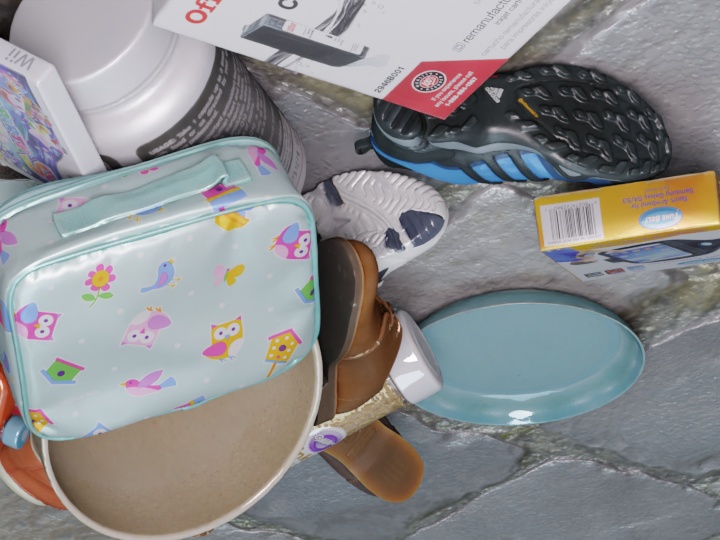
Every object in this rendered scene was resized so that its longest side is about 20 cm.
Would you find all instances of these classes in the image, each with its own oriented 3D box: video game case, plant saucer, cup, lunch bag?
[{"bbox_3d":[-0.239,-0.112,1.210,0.200,0.018,0.143,27,158,25],"label":"video game case"},{"bbox_3d":[0.124,0.066,1.617,0.199,0.028,0.200,0,149,0],"label":"plant saucer"},{"bbox_3d":[-0.146,0.061,1.386,0.200,0.143,0.201,-15,122,-25],"label":"cup"},{"bbox_3d":[-0.120,0.005,1.213,0.199,0.077,0.161,-18,133,-16],"label":"lunch bag"}]

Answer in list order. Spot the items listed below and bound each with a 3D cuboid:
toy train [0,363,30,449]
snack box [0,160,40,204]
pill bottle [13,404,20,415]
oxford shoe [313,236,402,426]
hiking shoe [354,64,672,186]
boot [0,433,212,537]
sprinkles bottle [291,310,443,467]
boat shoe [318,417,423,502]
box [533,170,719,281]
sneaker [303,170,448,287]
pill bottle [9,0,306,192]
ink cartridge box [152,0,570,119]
[{"bbox_3d":[-0.317,0.047,1.431,0.199,0.056,0.151,25,107,11],"label":"toy train"},{"bbox_3d":[-0.257,-0.056,1.341,0.199,0.037,0.116,0,163,15],"label":"snack box"},{"bbox_3d":[-0.204,0.081,1.547,0.112,0.113,0.200,-15,146,22],"label":"pill bottle"},{"bbox_3d":[-0.004,0.033,1.389,0.071,0.071,0.200,-17,154,-15],"label":"oxford shoe"},{"bbox_3d":[0.101,-0.091,1.331,0.199,0.075,0.087,10,161,-7],"label":"hiking shoe"},{"bbox_3d":[-0.218,0.180,1.757,0.200,0.075,0.107,32,140,-30],"label":"boot"},{"bbox_3d":[-0.038,0.104,1.543,0.200,0.068,0.068,-29,143,10],"label":"sprinkles bottle"},{"bbox_3d":[-0.024,0.115,1.649,0.070,0.070,0.200,-44,129,-12],"label":"boat shoe"},{"bbox_3d":[0.194,-0.026,1.393,0.119,0.042,0.200,-9,169,14],"label":"box"},{"bbox_3d":[0.000,0.000,1.459,0.199,0.080,0.129,-26,147,27],"label":"sneaker"},{"bbox_3d":[-0.122,-0.100,1.251,0.114,0.114,0.200,-13,147,18],"label":"pill bottle"},{"bbox_3d":[-0.001,-0.179,1.154,0.199,0.084,0.144,16,145,-25],"label":"ink cartridge box"}]
